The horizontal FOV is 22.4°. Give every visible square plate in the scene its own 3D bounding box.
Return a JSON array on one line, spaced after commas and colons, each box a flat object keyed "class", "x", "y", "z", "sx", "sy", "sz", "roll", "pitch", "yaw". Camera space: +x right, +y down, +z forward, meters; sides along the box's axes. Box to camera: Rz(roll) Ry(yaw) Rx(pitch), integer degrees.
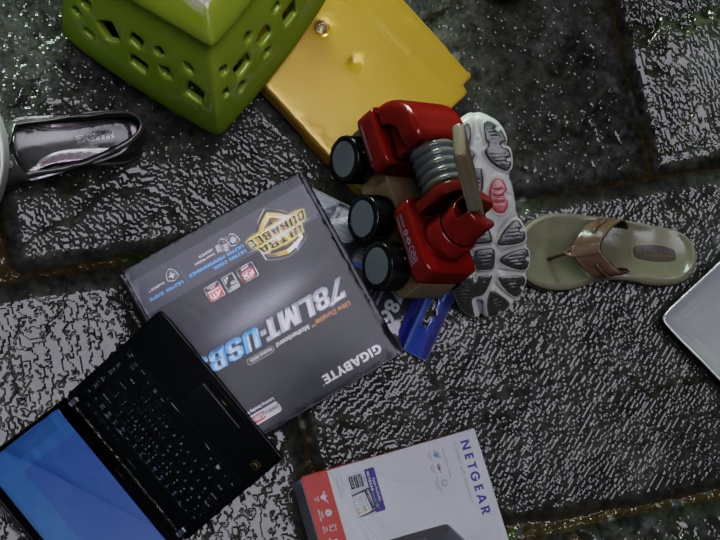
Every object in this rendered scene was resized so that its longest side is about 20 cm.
[{"class": "square plate", "x": 0.434, "y": 0.061, "z": 1.858, "sx": 0.198, "sy": 0.028, "sz": 0.200, "roll": -42, "pitch": 89, "yaw": -18}]

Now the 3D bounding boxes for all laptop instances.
[{"class": "laptop", "x": -0.208, "y": 0.173, "z": 1.637, "sx": 0.200, "sy": 0.103, "sz": 0.177, "roll": -40, "pitch": 89, "yaw": 16}]

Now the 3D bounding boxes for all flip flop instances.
[{"class": "flip flop", "x": 0.248, "y": -0.020, "z": 1.818, "sx": 0.199, "sy": 0.058, "sz": 0.082, "roll": 4, "pitch": 76, "yaw": -13}]

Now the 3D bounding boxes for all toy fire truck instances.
[{"class": "toy fire truck", "x": 0.066, "y": -0.090, "z": 1.668, "sx": 0.128, "sy": 0.200, "sz": 0.177, "roll": 2, "pitch": 61, "yaw": -39}]

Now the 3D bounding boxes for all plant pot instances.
[{"class": "plant pot", "x": -0.156, "y": -0.284, "z": 1.703, "sx": 0.198, "sy": 0.182, "sz": 0.200, "roll": 32, "pitch": 70, "yaw": 10}]

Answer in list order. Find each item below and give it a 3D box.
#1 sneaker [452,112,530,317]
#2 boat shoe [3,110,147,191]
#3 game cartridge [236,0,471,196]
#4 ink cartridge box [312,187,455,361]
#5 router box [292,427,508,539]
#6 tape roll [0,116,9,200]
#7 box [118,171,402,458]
[{"class": "sneaker", "x": 0.124, "y": -0.055, "z": 1.792, "sx": 0.080, "sy": 0.083, "sz": 0.202, "roll": -1, "pitch": 92, "yaw": 1}, {"class": "boat shoe", "x": -0.298, "y": -0.120, "z": 1.713, "sx": 0.199, "sy": 0.057, "sz": 0.067, "roll": -12, "pitch": 80, "yaw": -16}, {"class": "game cartridge", "x": -0.010, "y": -0.203, "z": 1.818, "sx": 0.176, "sy": 0.032, "sz": 0.200, "roll": -43, "pitch": 92, "yaw": -19}, {"class": "ink cartridge box", "x": 0.000, "y": 0.000, "z": 1.766, "sx": 0.199, "sy": 0.039, "sz": 0.100, "roll": 26, "pitch": 72, "yaw": -7}, {"class": "router box", "x": 0.049, "y": 0.268, "z": 1.707, "sx": 0.178, "sy": 0.049, "sz": 0.201, "roll": -15, "pitch": 81, "yaw": -16}, {"class": "tape roll", "x": -0.424, "y": -0.103, "z": 1.662, "sx": 0.201, "sy": 0.037, "sz": 0.204, "roll": 0, "pitch": 90, "yaw": -3}, {"class": "box", "x": -0.094, "y": 0.041, "z": 1.702, "sx": 0.199, "sy": 0.050, "sz": 0.199, "roll": -29, "pitch": 90, "yaw": -6}]
